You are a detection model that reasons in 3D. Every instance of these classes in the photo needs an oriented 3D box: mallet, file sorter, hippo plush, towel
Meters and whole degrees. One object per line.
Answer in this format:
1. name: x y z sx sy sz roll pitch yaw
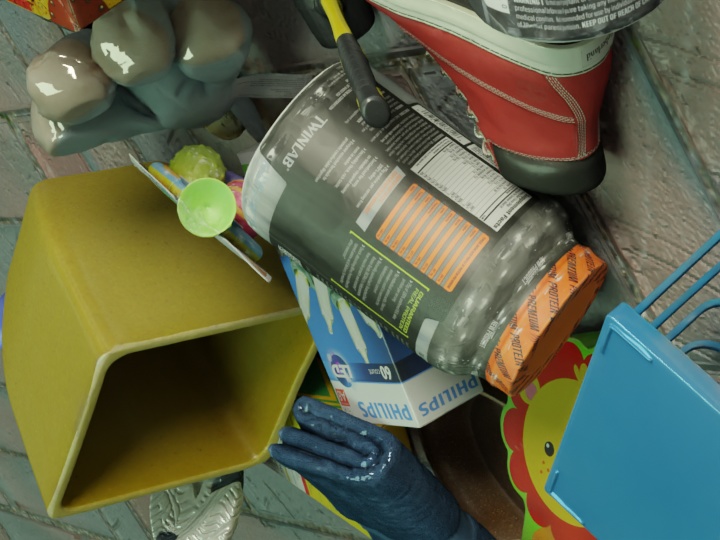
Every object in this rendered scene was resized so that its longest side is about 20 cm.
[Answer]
1. mallet: -0.004 -0.122 1.175 0.066 0.041 0.200 59 -174 -37
2. file sorter: 0.202 0.084 1.102 0.139 0.123 0.200 43 154 19
3. hippo plush: -0.137 -0.178 1.331 0.159 0.199 0.162 -41 62 54
4. towel: 0.026 0.166 1.450 0.111 0.049 0.200 18 158 42

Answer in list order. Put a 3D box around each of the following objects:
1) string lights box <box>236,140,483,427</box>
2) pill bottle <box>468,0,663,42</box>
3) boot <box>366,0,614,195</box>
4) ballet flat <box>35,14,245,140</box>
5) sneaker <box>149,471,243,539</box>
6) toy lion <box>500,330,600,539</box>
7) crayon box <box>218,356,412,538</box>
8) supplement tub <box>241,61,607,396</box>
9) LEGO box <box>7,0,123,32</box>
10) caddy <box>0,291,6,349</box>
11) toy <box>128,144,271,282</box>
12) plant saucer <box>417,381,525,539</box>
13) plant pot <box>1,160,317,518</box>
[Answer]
1. string lights box: 0.000 0.000 1.375 0.103 0.059 0.201 -3 111 61
2. pill bottle: 0.083 -0.210 0.926 0.106 0.106 0.201 29 147 39
3. boot: 0.052 -0.120 1.149 0.200 0.072 0.145 33 152 27
4. ballet flat: -0.156 -0.150 1.478 0.200 0.057 0.067 40 154 24
5. sneaker: -0.126 0.163 1.747 0.130 0.079 0.200 50 -148 -73
6. toy lion: 0.153 0.141 1.264 0.200 0.068 0.193 33 121 48
7. crayon box: -0.018 0.138 1.640 0.200 0.051 0.127 31 149 38
8. supplement tub: 0.038 -0.023 1.225 0.200 0.123 0.123 37 153 14
9. LEGO box: -0.135 -0.232 1.156 0.149 0.200 0.077 27 146 42
10. caddy: -0.216 0.059 1.726 0.104 0.200 0.142 -15 94 18
11. toy: -0.092 -0.046 1.342 0.115 0.047 0.200 42 -178 -4
12. plant saucer: 0.121 0.149 1.434 0.200 0.037 0.201 40 153 25
13. plant pot: -0.168 0.030 1.556 0.200 0.193 0.196 57 142 29
